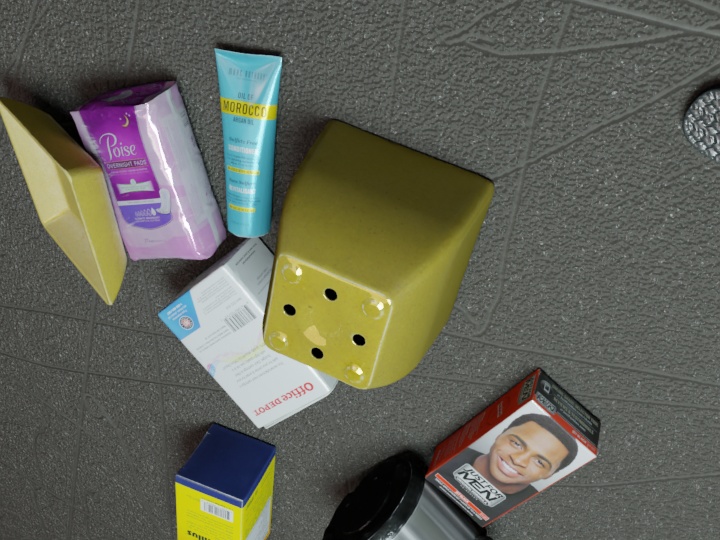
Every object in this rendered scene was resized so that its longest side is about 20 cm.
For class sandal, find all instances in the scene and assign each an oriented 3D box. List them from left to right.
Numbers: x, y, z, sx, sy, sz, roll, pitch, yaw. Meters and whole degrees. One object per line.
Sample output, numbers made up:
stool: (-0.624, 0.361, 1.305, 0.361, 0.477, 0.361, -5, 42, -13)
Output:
sandal: (0.371, -0.089, 0.658, 0.200, 0.048, 0.076, 45, 129, 9)

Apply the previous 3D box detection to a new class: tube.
tube: (-0.122, -0.138, 0.843, 0.076, 0.051, 0.203, 9, 118, 10)

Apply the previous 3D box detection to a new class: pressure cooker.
pressure cooker: (0.072, 0.368, 0.989, 0.200, 0.179, 0.176, 48, 166, -11)

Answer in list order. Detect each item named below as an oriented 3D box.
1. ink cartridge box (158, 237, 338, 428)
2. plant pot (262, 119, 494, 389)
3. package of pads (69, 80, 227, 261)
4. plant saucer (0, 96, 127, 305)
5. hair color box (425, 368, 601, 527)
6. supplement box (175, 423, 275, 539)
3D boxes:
ink cartridge box: (-0.128, 0.080, 0.951, 0.144, 0.085, 0.201, -31, 103, 35)
plant pot: (0.000, 0.000, 0.773, 0.192, 0.200, 0.198, 22, 126, 9)
package of pads: (-0.239, -0.109, 0.888, 0.119, 0.076, 0.202, -2, 119, 24)
plant saucer: (-0.345, -0.089, 0.912, 0.200, 0.048, 0.202, 40, 147, 33)
hair color box: (0.178, 0.216, 0.916, 0.101, 0.061, 0.200, 40, 126, -3)
supplement box: (-0.199, 0.349, 1.133, 0.108, 0.109, 0.202, 17, 125, 13)
